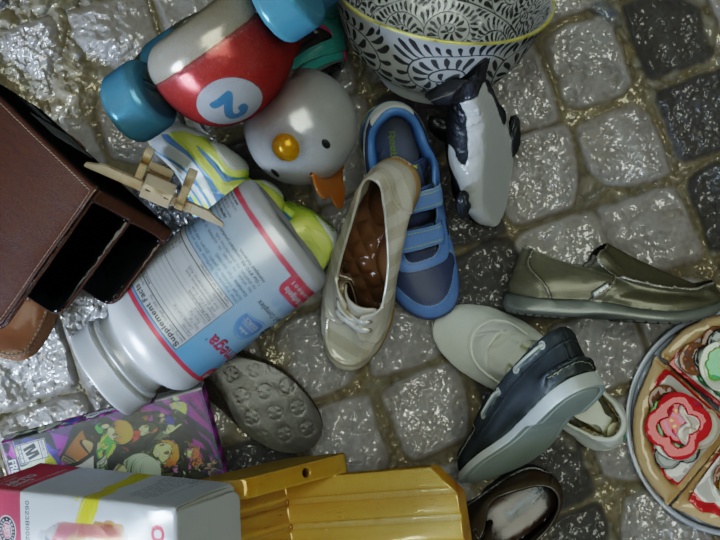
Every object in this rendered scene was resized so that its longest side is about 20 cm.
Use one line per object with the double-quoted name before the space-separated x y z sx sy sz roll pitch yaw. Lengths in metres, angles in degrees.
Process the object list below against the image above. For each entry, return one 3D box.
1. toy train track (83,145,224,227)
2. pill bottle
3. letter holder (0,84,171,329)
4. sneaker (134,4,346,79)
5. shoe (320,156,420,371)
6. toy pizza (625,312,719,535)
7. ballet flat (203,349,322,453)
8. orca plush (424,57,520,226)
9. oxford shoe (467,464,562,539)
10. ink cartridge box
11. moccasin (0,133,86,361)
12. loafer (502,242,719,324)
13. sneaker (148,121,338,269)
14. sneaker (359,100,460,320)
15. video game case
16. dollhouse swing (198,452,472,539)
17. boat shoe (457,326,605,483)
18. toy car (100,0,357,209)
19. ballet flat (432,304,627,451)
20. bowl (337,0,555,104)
"toy train track" -0.157 -0.077 1.033 0.114 0.200 0.033 24 93 -11
"pill bottle" -0.135 0.026 1.071 0.199 0.109 0.109 -38 87 2
"letter holder" -0.275 -0.044 1.043 0.200 0.100 0.143 39 93 31
"sneaker" -0.096 -0.172 1.160 0.198 0.084 0.122 -26 77 -6
"shoe" 0.000 0.000 1.120 0.069 0.053 0.202 20 114 15
"toy pizza" 0.337 0.137 1.169 0.197 0.032 0.203 0 84 -2
"ballet flat" -0.120 0.094 1.153 0.198 0.046 0.068 31 89 -3
"orca plush" 0.080 -0.109 1.115 0.070 0.200 0.106 22 80 24
"oxford shoe" 0.092 0.241 1.124 0.200 0.084 0.073 -42 89 -4
"ink cartridge box" -0.197 0.237 1.021 0.198 0.083 0.147 0 94 27
"moccasin" -0.283 -0.023 1.136 0.073 0.078 0.204 18 84 0
"loafer" 0.226 0.010 1.155 0.197 0.075 0.071 3 89 -2
"sneaker" -0.120 -0.044 1.146 0.199 0.076 0.106 34 85 0
"sneaker" 0.041 -0.055 1.151 0.073 0.082 0.203 -15 86 -6
"video game case" -0.195 0.216 1.120 0.179 0.036 0.203 -14 95 -2
"dollhouse swing" -0.025 0.259 1.058 0.180 0.174 0.203 -6 88 -47
"boat shoe" 0.136 0.118 1.101 0.075 0.200 0.061 -3 60 -35
"toy car" -0.066 -0.130 1.045 0.183 0.177 0.201 -30 105 22
"ballet flat" 0.155 0.090 1.150 0.199 0.069 0.070 34 84 1
"bowl" 0.064 -0.209 1.144 0.198 0.202 0.095 9 128 -1
